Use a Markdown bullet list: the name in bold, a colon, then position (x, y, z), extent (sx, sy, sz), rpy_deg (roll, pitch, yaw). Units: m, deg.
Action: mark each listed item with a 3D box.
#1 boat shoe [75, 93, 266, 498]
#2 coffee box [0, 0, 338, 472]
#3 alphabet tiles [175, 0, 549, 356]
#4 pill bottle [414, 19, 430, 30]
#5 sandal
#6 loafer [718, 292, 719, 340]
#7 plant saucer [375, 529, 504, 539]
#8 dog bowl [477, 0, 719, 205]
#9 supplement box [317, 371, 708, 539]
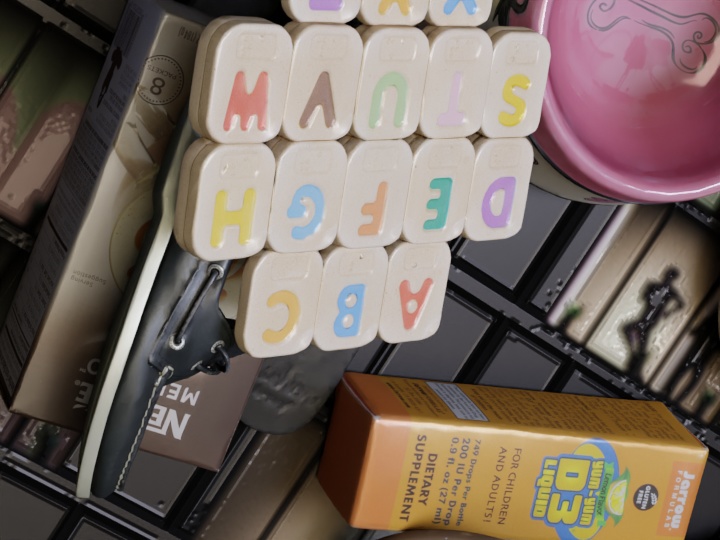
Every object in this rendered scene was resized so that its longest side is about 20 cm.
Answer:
- **boat shoe**: position (-0.073, 0.014, 0.891), extent (0.066, 0.074, 0.201), rpy_deg (18, 91, -10)
- **coffee box**: position (-0.088, -0.019, 0.960), extent (0.114, 0.080, 0.201), rpy_deg (18, 100, -22)
- **alphabet tiles**: position (0.007, -0.059, 0.872), extent (0.199, 0.015, 0.197), rpy_deg (-5, 110, -43)
- **pill bottle**: position (0.034, -0.218, 0.924), extent (0.109, 0.109, 0.201), rpy_deg (17, 100, -23)
- **sandal**: position (0.000, 0.000, 1.016), extent (0.075, 0.045, 0.201), rpy_deg (26, 97, -24)
- **loafer**: position (0.254, -0.018, 1.071), extent (0.075, 0.068, 0.201), rpy_deg (-1, 117, -36)
- **plant saucer**: position (0.064, 0.220, 1.048), extent (0.199, 0.030, 0.201), rpy_deg (14, 128, 18)
- **dog bowl**: position (0.147, -0.122, 0.990), extent (0.199, 0.074, 0.202), rpy_deg (-5, 107, -18)
- **supplement box**: position (0.082, 0.103, 1.066), extent (0.199, 0.069, 0.067), rpy_deg (6, 106, -22)
